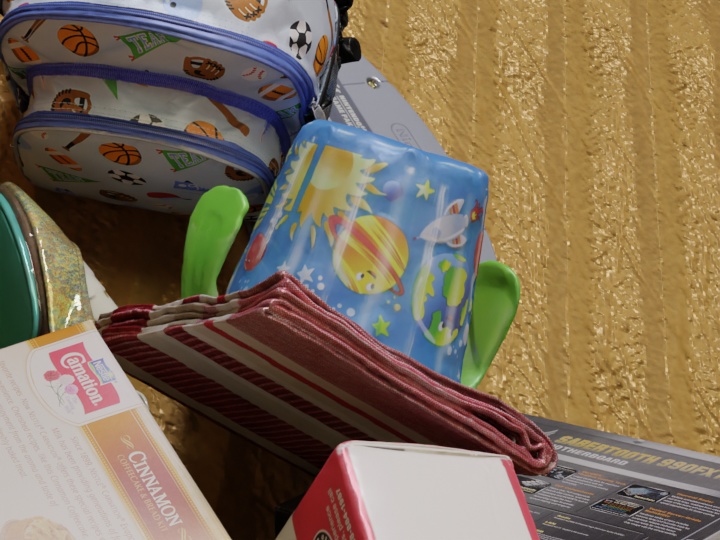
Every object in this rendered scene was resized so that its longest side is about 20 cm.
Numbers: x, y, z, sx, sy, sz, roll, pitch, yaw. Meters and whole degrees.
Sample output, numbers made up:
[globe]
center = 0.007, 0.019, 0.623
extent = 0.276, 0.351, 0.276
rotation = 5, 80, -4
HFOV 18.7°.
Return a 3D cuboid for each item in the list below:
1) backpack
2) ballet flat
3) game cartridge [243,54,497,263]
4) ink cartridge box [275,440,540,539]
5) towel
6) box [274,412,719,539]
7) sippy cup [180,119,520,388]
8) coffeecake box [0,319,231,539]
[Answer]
[backpack]
center = -0.100, -0.113, 1.097
extent = 0.199, 0.191, 0.154
rotation = 4, 69, 0
[ballet flat]
center = -0.134, 0.048, 1.028
extent = 0.071, 0.071, 0.200
rotation = 1, 54, -29
[game cartridge]
center = -0.009, -0.049, 1.220
extent = 0.133, 0.042, 0.200
rotation = -4, 51, -38
[ink cartridge box]
center = 0.003, 0.185, 0.864
extent = 0.085, 0.200, 0.148
rotation = 4, 47, -27
[towel]
center = -0.023, 0.051, 0.936
extent = 0.144, 0.200, 0.023
rotation = 32, 71, -22
[box]
center = 0.084, 0.123, 1.005
extent = 0.200, 0.048, 0.158
rotation = 10, 21, 43
[sippy cup]
center = 0.000, 0.000, 1.061
extent = 0.139, 0.131, 0.178
rotation = 16, 2, 11
[coffeecake box]
center = -0.167, 0.119, 0.864
extent = 0.200, 0.073, 0.154
rotation = -19, 43, -20
